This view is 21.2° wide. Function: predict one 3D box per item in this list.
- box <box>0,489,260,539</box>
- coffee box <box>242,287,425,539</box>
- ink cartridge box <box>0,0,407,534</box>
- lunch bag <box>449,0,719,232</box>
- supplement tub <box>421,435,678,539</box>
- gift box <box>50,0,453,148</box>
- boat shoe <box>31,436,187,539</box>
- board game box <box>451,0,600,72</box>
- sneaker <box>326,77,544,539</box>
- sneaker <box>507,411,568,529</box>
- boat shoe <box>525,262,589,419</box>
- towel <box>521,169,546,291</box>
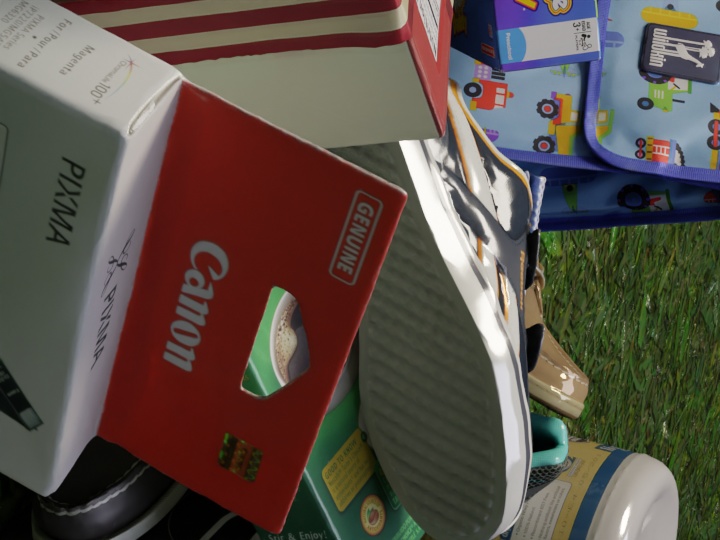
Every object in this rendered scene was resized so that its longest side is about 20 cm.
[{"bbox_3d":[-0.085,0.169,0.878,0.200,0.148,0.124,-45,140,-49],"label":"box"},{"bbox_3d":[-0.023,0.029,0.809,0.123,0.044,0.200,-50,122,-46],"label":"coffee box"},{"bbox_3d":[-0.092,0.010,0.682,0.044,0.173,0.200,-53,168,-44],"label":"ink cartridge box"},{"bbox_3d":[0.139,-0.099,1.037,0.094,0.200,0.151,73,22,-57],"label":"lunch bag"},{"bbox_3d":[0.081,0.163,1.185,0.145,0.200,0.145,-43,140,-52],"label":"supplement tub"},{"bbox_3d":[-0.068,-0.155,0.725,0.185,0.187,0.200,69,21,-49],"label":"gift box"},{"bbox_3d":[-0.099,0.048,0.889,0.201,0.072,0.061,-62,154,-49],"label":"boat shoe"},{"bbox_3d":[0.057,-0.169,0.874,0.200,0.045,0.135,-124,-154,-75],"label":"board game box"},{"bbox_3d":[0.040,0.009,0.795,0.079,0.078,0.200,-17,94,-49],"label":"sneaker"},{"bbox_3d":[0.031,0.071,1.050,0.200,0.091,0.078,28,49,-24],"label":"sneaker"},{"bbox_3d":[0.067,0.003,1.080,0.065,0.200,0.071,-48,145,7],"label":"boat shoe"},{"bbox_3d":[0.000,0.000,0.938,0.024,0.200,0.145,1,103,-43],"label":"towel"}]
